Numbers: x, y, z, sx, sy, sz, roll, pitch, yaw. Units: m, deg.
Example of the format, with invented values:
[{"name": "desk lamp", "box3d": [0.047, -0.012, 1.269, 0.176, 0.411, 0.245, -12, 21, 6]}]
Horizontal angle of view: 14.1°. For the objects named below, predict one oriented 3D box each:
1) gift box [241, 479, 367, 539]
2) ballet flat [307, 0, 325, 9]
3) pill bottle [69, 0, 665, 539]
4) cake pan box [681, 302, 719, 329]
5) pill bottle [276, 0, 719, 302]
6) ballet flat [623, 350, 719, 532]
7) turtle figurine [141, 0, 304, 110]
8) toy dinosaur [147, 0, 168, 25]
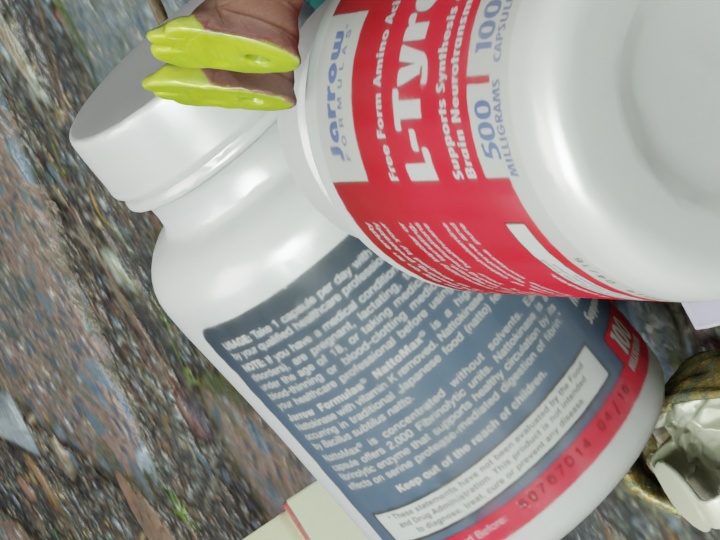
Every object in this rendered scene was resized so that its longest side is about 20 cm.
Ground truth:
[{"name": "gift box", "box3d": [-0.020, 0.193, 1.360, 0.185, 0.186, 0.200, 57, 179, 2]}, {"name": "ballet flat", "box3d": [-0.003, -0.108, 1.089, 0.200, 0.069, 0.071, 51, 176, 30]}, {"name": "pill bottle", "box3d": [0.000, 0.000, 0.984, 0.200, 0.120, 0.119, 49, 163, -18]}, {"name": "cake pan box", "box3d": [0.117, -0.080, 0.855, 0.185, 0.052, 0.200, 60, 159, -6]}, {"name": "pill bottle", "box3d": [0.053, -0.049, 0.816, 0.113, 0.112, 0.200, 64, 159, -11]}, {"name": "ballet flat", "box3d": [0.147, 0.064, 0.954, 0.071, 0.070, 0.200, 64, 159, -13]}, {"name": "turtle figurine", "box3d": [-0.029, -0.130, 0.831, 0.200, 0.064, 0.163, 158, 119, -71]}, {"name": "toy dinosaur", "box3d": [-0.137, -0.161, 1.355, 0.106, 0.061, 0.200, 41, 172, -22]}]
